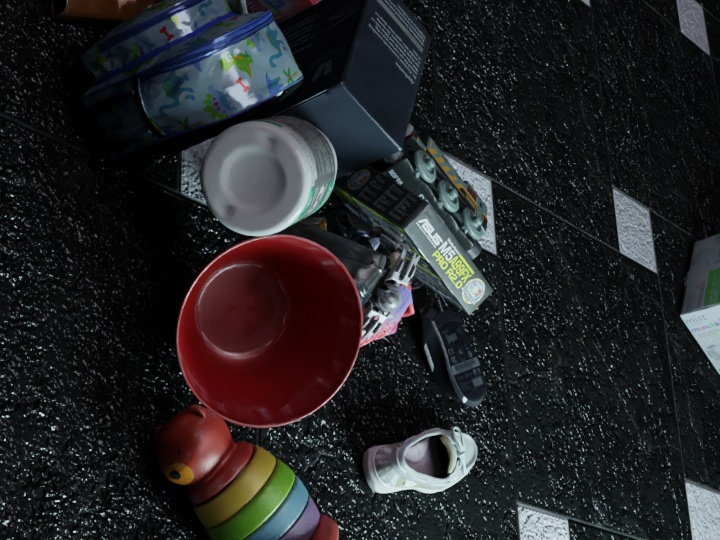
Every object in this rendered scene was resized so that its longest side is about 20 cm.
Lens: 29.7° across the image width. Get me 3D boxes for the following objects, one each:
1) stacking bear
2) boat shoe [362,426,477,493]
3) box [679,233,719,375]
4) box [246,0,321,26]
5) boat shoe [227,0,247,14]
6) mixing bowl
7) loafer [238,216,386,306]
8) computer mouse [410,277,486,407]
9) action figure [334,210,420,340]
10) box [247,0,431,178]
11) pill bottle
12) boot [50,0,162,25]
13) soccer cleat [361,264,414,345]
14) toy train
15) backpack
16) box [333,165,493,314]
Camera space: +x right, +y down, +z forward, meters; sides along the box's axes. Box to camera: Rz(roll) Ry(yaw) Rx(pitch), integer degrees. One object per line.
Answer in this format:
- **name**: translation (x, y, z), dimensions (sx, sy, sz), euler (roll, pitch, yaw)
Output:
- **stacking bear**: translation (-0.124, 0.221, 1.353), dimensions (0.200, 0.121, 0.114), euler (50, 42, -12)
- **boat shoe**: translation (0.085, 0.228, 1.641), dimensions (0.201, 0.064, 0.075), euler (5, 69, -51)
- **box**: translation (0.659, 0.062, 2.424), dimensions (0.177, 0.096, 0.201), euler (52, 41, -25)
- **box**: translation (-0.109, -0.369, 1.663), dimensions (0.200, 0.095, 0.100), euler (44, 44, -30)
- **boat shoe**: translation (-0.153, -0.259, 1.511), dimensions (0.074, 0.065, 0.201), euler (-48, 145, -29)
- **mixing bowl**: translation (-0.108, 0.053, 1.415), dimensions (0.199, 0.108, 0.202), euler (-5, 102, -22)
- **loafer**: translation (-0.061, -0.028, 1.503), dimensions (0.072, 0.199, 0.073), euler (-49, 159, -19)
- **computer mouse**: translation (0.117, 0.078, 1.774), dimensions (0.140, 0.046, 0.201), euler (-22, 87, -54)
- **action figure**: translation (0.000, 0.000, 1.550), dimensions (0.069, 0.130, 0.200), euler (39, 6, -30)
- **box**: translation (-0.040, -0.211, 1.589), dimensions (0.117, 0.196, 0.201), euler (44, 43, -30)
- **pill bottle**: translation (-0.087, -0.102, 1.409), dimensions (0.114, 0.112, 0.200), euler (65, 13, -4)
- **boot**: translation (-0.264, -0.349, 1.499), dimensions (0.199, 0.068, 0.190), euler (6, 81, -45)
- **soccer cleat**: translation (0.010, 0.060, 1.634), dimensions (0.077, 0.066, 0.200), euler (64, 34, -14)
- **toy train**: translation (0.098, -0.104, 1.815), dimensions (0.200, 0.085, 0.114), euler (49, 29, -22)
- **backpack**: translation (-0.176, -0.207, 1.399), dimensions (0.183, 0.199, 0.148), euler (-43, 116, -51)
- **box**: translation (0.055, -0.045, 1.618), dimensions (0.044, 0.200, 0.160), euler (-44, 125, -8)
